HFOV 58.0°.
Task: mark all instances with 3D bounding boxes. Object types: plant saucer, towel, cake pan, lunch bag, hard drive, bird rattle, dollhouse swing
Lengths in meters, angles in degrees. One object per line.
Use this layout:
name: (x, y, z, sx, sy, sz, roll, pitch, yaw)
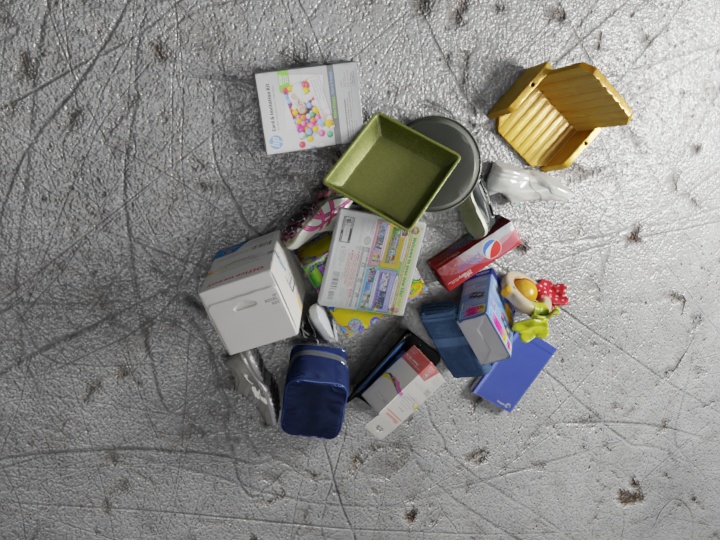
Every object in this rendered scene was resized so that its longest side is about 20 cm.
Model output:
plant saucer: (0.061, -0.187, 1.272, 0.200, 0.048, 0.200, 31, 71, 13)
towel: (0.220, 0.157, 1.493, 0.049, 0.112, 0.200, -49, 118, -41)
cake pan: (0.149, -0.218, 1.338, 0.200, 0.037, 0.200, 1, 101, 7)
lunch bag: (-0.098, 0.263, 1.417, 0.136, 0.132, 0.200, 9, 125, -5)
hard drive: (0.378, 0.242, 1.604, 0.132, 0.025, 0.200, 31, 99, -22)
bird rattle: (0.394, 0.057, 1.472, 0.163, 0.200, 0.113, 38, 131, 0)
dollhouse swing: (0.415, -0.308, 1.341, 0.200, 0.176, 0.182, 39, 95, -24)

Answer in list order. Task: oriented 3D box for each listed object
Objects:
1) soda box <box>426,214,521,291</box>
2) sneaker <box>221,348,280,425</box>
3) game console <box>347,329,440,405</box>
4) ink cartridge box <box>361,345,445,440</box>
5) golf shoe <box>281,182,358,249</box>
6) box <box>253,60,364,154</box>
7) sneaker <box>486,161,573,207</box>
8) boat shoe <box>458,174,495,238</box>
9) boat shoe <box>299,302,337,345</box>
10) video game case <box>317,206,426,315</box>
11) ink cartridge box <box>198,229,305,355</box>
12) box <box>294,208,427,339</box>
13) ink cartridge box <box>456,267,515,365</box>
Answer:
soda box: (0.253, -0.040, 1.448, 0.200, 0.070, 0.063, -34, 114, -2)
sneaker: (-0.237, 0.256, 1.434, 0.082, 0.075, 0.200, -19, 106, 7)
game console: (0.079, 0.244, 1.477, 0.176, 0.116, 0.200, 39, 96, -23)
ink cartridge box: (0.082, 0.273, 1.436, 0.200, 0.067, 0.116, -43, 143, -5)
golf shoe: (-0.074, -0.106, 1.311, 0.200, 0.073, 0.092, -48, 116, -19)
box: (-0.099, -0.320, 1.275, 0.200, 0.041, 0.156, -10, 111, -10)
sneaker: (0.368, -0.175, 1.440, 0.200, 0.075, 0.089, 15, 116, -12)
boat shoe: (0.243, -0.173, 1.403, 0.066, 0.074, 0.199, -30, 99, -32)
boat shoe: (-0.095, 0.119, 1.364, 0.068, 0.200, 0.072, -16, 75, 1)
video game case: (0.022, -0.015, 1.292, 0.182, 0.022, 0.200, 9, 105, -18)
ink cartridge box: (-0.204, 0.040, 1.271, 0.147, 0.200, 0.145, -18, 113, 8)
box: (0.000, 0.000, 1.368, 0.200, 0.122, 0.193, -31, 113, -3)
ink cartridge box: (0.286, 0.091, 1.458, 0.076, 0.200, 0.136, -19, 118, 26)
